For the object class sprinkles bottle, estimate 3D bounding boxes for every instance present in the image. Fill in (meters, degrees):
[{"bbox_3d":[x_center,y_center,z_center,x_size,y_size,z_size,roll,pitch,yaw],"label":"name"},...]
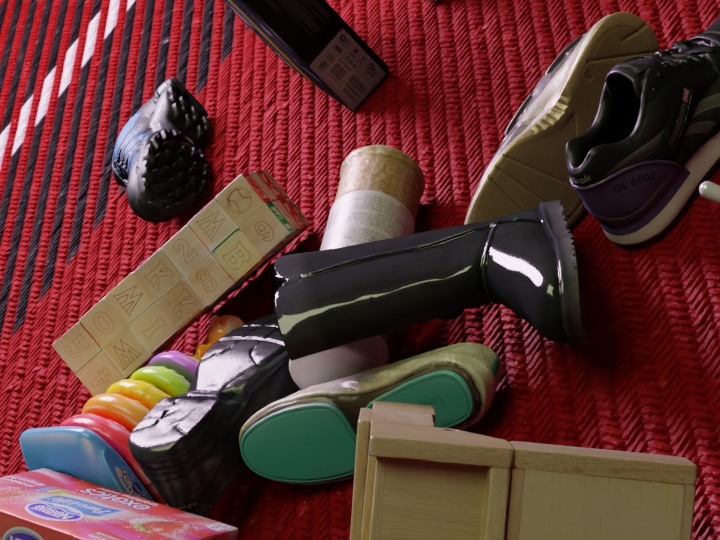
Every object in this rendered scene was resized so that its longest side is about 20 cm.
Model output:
[{"bbox_3d":[0.000,0.000,1.301,0.068,0.068,0.201,-20,39,33],"label":"sprinkles bottle"}]

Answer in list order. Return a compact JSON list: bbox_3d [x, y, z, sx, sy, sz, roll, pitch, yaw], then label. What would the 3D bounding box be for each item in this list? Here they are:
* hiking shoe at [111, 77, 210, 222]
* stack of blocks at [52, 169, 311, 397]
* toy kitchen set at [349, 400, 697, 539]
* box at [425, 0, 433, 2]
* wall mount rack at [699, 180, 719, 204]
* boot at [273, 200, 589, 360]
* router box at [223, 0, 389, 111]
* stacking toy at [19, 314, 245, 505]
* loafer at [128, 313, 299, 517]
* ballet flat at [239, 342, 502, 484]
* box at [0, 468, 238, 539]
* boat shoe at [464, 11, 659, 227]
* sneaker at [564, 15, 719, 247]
[{"bbox_3d":[-0.185,-0.091,1.622,0.086,0.074,0.201,-38,22,23],"label":"hiking shoe"},{"bbox_3d":[-0.137,0.009,1.405,0.200,0.059,0.115,-41,0,8],"label":"stack of blocks"},{"bbox_3d":[0.081,0.172,1.032,0.200,0.178,0.165,-66,-19,-88],"label":"toy kitchen set"},{"bbox_3d":[0.065,-0.381,1.542,0.130,0.200,0.200,-23,37,32],"label":"box"},{"bbox_3d":[0.303,-0.074,1.041,0.173,0.075,0.201,0,52,48],"label":"wall mount rack"},{"bbox_3d":[0.041,0.018,1.156,0.198,0.066,0.165,-9,18,4],"label":"boot"},{"bbox_3d":[-0.081,-0.236,1.538,0.052,0.200,0.157,-47,33,-1],"label":"router box"},{"bbox_3d":[-0.142,0.104,1.332,0.109,0.117,0.200,-7,33,48],"label":"stacking toy"},{"bbox_3d":[-0.086,0.098,1.284,0.072,0.073,0.200,4,34,41],"label":"loafer"},{"bbox_3d":[0.010,0.096,1.204,0.198,0.068,0.062,-17,14,30],"label":"ballet flat"},{"bbox_3d":[-0.184,0.201,1.184,0.199,0.099,0.097,10,100,39],"label":"box"},{"bbox_3d":[0.137,-0.090,1.258,0.201,0.072,0.065,-59,9,-1],"label":"boat shoe"},{"bbox_3d":[0.210,-0.118,1.184,0.075,0.088,0.201,13,62,53],"label":"sneaker"}]
